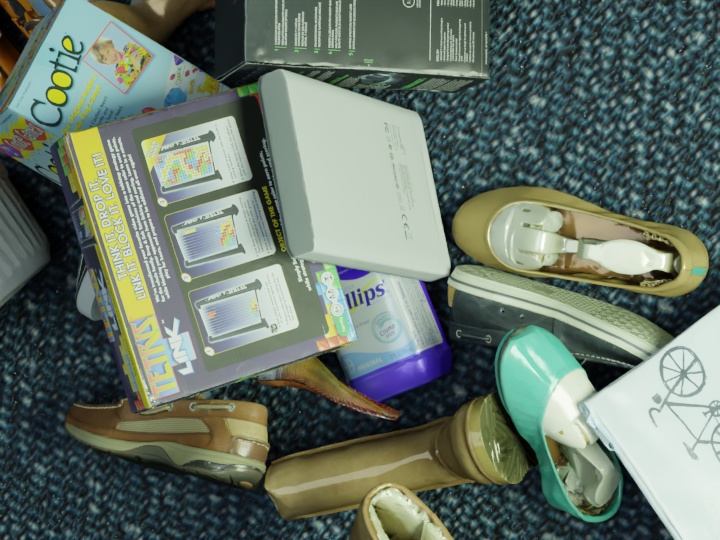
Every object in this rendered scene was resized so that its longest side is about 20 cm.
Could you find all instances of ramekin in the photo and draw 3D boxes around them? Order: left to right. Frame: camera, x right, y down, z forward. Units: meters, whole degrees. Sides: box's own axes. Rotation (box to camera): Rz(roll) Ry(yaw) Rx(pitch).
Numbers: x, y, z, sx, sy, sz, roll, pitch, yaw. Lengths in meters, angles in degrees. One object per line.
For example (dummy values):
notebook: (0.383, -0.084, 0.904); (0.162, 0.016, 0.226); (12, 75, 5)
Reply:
ramekin: (-0.333, 0.009, 1.700); (0.202, 0.202, 0.094); (-40, 94, 16)

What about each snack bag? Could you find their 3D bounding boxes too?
snack bag: (0.278, 0.123, 1.539); (0.200, 0.021, 0.189); (-34, 87, -20)

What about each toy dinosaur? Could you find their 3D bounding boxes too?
toy dinosaur: (-0.090, 0.070, 1.655); (0.200, 0.105, 0.181); (61, 146, 8)

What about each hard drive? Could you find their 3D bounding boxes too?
hard drive: (-0.002, -0.065, 1.568); (0.027, 0.200, 0.132); (-17, 77, 27)

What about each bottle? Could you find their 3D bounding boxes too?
bottle: (0.000, 0.000, 1.654); (0.083, 0.065, 0.201); (-23, 87, 29)

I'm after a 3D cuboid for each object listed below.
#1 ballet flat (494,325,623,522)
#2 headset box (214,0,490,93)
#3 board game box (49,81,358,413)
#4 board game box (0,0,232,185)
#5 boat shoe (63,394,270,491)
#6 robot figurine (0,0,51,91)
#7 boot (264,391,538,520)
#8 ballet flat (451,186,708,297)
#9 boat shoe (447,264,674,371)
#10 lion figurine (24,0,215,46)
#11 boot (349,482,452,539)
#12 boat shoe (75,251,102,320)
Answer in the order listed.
ballet flat: (0.154, 0.115, 1.560); (0.070, 0.200, 0.067); (27, 64, 37)
headset box: (-0.013, -0.222, 1.568); (0.199, 0.093, 0.175); (1, 86, -17)
board game box: (-0.110, -0.018, 1.528); (0.165, 0.057, 0.201); (-17, 89, -21)
board game box: (-0.165, -0.101, 1.604); (0.200, 0.103, 0.105); (31, 71, -16)
boat shoe: (-0.145, 0.121, 1.697); (0.199, 0.076, 0.074); (9, 79, 37)
robot figurine: (-0.278, -0.188, 1.721); (0.200, 0.058, 0.145); (48, 120, 15)
boot: (0.023, 0.146, 1.605); (0.199, 0.175, 0.066); (-13, 78, 15)
ballet flat: (0.158, -0.023, 1.604); (0.199, 0.063, 0.069); (8, 96, 17)
boat shoe: (0.153, 0.051, 1.608); (0.199, 0.075, 0.062); (18, 101, 22)
lion figurine: (-0.149, -0.214, 1.663); (0.200, 0.072, 0.123); (-42, 90, -2)
boot: (0.040, 0.261, 1.592); (0.175, 0.200, 0.066); (46, 63, 9)
boat shoe: (-0.193, -0.062, 1.708); (0.068, 0.074, 0.200); (23, 99, 18)
